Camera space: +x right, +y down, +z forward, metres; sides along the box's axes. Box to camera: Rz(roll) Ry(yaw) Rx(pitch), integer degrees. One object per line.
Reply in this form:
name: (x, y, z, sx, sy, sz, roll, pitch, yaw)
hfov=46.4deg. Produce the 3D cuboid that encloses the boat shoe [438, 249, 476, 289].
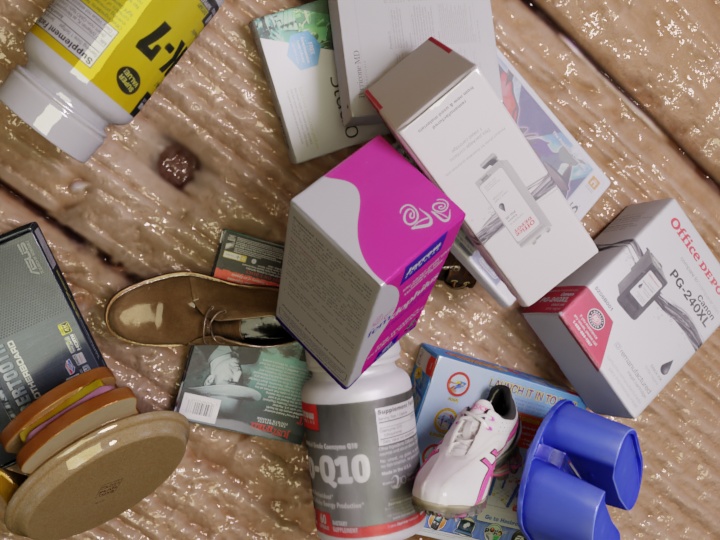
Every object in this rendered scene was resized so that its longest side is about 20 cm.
boat shoe: (0.112, -0.015, 0.893, 0.197, 0.070, 0.071, -16, 99, -12)

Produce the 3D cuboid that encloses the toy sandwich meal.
toy sandwich meal: (-0.254, 0.175, 0.789, 0.204, 0.206, 0.070, -35, 67, -7)

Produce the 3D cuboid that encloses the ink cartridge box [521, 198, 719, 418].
ink cartridge box: (0.299, 0.038, 0.921, 0.200, 0.083, 0.146, -41, 99, -17)

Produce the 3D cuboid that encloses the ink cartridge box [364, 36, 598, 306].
ink cartridge box: (0.101, -0.087, 0.728, 0.082, 0.147, 0.200, -37, 115, 6)

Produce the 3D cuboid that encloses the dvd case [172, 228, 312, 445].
dvd case: (-0.101, 0.072, 0.876, 0.144, 0.022, 0.203, 14, 94, -17)

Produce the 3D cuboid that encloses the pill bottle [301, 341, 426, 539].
pill bottle: (0.000, 0.160, 0.841, 0.112, 0.114, 0.203, -7, 91, -14)

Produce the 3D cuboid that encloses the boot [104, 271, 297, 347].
boot: (-0.145, 0.044, 0.809, 0.197, 0.075, 0.075, 0, 101, -15)

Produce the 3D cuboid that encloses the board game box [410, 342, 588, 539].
board game box: (0.132, 0.205, 0.946, 0.198, 0.056, 0.198, 18, 94, -18)

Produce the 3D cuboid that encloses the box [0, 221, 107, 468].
box: (-0.339, 0.077, 0.794, 0.156, 0.051, 0.202, -23, 105, -10)

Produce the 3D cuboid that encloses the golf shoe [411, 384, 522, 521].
golf shoe: (0.103, 0.175, 0.824, 0.072, 0.199, 0.093, 4, 102, 27)

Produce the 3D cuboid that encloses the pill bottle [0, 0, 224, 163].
pill bottle: (-0.222, -0.204, 0.745, 0.114, 0.114, 0.201, 38, 89, -18)

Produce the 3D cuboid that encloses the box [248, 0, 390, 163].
box: (0.003, -0.207, 0.847, 0.198, 0.036, 0.146, -21, 105, -13)

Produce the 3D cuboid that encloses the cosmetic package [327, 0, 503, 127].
cosmetic package: (0.046, -0.247, 0.801, 0.149, 0.052, 0.203, -6, 88, -13)

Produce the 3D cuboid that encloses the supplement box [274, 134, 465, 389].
supplement box: (0.000, 0.000, 0.711, 0.103, 0.201, 0.101, 43, 63, 16)

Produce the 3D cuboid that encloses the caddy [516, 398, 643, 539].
caddy: (0.218, 0.221, 0.868, 0.142, 0.104, 0.201, -60, 145, -22)

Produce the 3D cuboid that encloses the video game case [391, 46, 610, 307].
video game case: (0.139, -0.098, 0.856, 0.200, 0.023, 0.182, 45, 76, -11)
